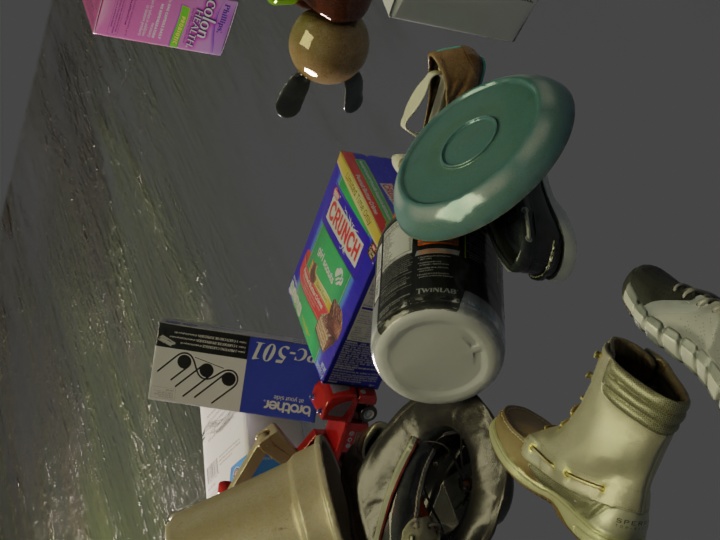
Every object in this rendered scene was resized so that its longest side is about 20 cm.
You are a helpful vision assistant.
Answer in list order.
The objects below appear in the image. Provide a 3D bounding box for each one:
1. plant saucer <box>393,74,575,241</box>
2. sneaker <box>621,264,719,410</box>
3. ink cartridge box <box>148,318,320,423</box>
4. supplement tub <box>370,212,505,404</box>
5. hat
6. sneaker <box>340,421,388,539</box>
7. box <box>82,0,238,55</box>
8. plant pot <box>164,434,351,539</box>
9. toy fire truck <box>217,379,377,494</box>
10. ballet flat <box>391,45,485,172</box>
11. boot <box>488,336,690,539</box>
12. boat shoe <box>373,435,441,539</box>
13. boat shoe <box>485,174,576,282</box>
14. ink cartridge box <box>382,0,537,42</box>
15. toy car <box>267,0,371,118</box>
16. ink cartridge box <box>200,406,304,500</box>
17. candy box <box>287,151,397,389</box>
[{"bbox_3d":[0.106,-0.112,1.452,0.200,0.027,0.200,-30,33,22],"label":"plant saucer"},{"bbox_3d":[0.277,0.028,1.141,0.200,0.075,0.116,52,127,43],"label":"sneaker"},{"bbox_3d":[-0.145,0.118,1.870,0.044,0.200,0.094,-92,10,-85],"label":"ink cartridge box"},{"bbox_3d":[0.073,0.018,1.474,0.200,0.122,0.123,-84,16,-52],"label":"supplement tub"},{"bbox_3d":[0.088,0.206,1.486,0.201,0.081,0.201,-17,67,46],"label":"hat"},{"bbox_3d":[0.027,0.237,1.622,0.076,0.070,0.200,-67,30,28],"label":"sneaker"},{"bbox_3d":[-0.305,-0.417,2.340,0.176,0.200,0.097,-116,39,-48],"label":"box"},{"bbox_3d":[-0.098,0.292,1.645,0.200,0.183,0.201,-17,-90,-87],"label":"plant pot"},{"bbox_3d":[-0.072,0.205,1.759,0.049,0.141,0.200,-124,46,-55],"label":"toy fire truck"},{"bbox_3d":[0.072,-0.133,1.607,0.068,0.072,0.200,39,120,61],"label":"ballet flat"},{"bbox_3d":[0.188,0.122,1.299,0.200,0.072,0.155,44,125,54],"label":"boot"},{"bbox_3d":[0.041,0.250,1.418,0.071,0.063,0.200,29,-104,-81],"label":"boat shoe"},{"bbox_3d":[0.138,-0.068,1.462,0.200,0.060,0.076,-116,40,-50],"label":"boat shoe"},{"bbox_3d":[0.080,-0.324,1.547,0.083,0.145,0.200,-61,33,38],"label":"ink cartridge box"},{"bbox_3d":[-0.041,-0.274,1.808,0.158,0.164,0.200,-130,39,-58],"label":"toy car"},{"bbox_3d":[-0.136,0.202,1.966,0.145,0.084,0.200,-46,45,53],"label":"ink cartridge box"},{"bbox_3d":[0.000,0.000,1.728,0.200,0.077,0.169,-66,30,31],"label":"candy box"}]
